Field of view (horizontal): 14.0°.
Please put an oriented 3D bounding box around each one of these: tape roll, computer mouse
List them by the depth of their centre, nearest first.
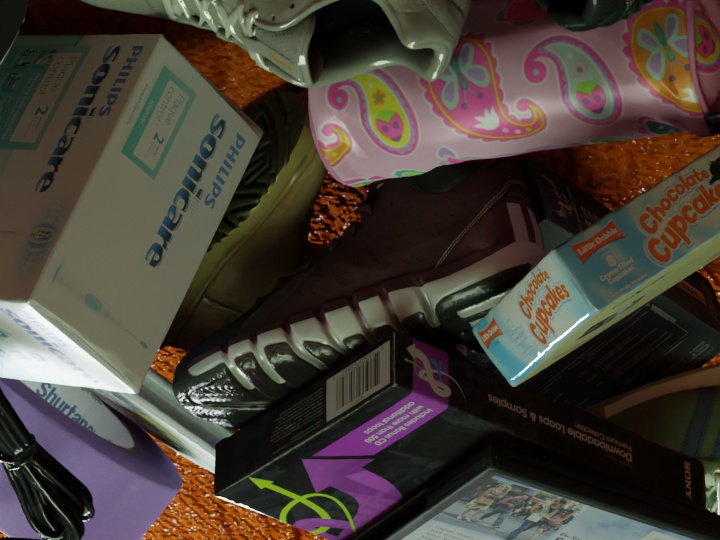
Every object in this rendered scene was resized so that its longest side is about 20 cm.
[{"bbox_3d":[-0.214,0.085,1.441,0.200,0.046,0.140,-5,130,41],"label":"computer mouse"},{"bbox_3d":[-0.192,0.078,1.572,0.200,0.200,0.066,37,95,-34],"label":"tape roll"}]

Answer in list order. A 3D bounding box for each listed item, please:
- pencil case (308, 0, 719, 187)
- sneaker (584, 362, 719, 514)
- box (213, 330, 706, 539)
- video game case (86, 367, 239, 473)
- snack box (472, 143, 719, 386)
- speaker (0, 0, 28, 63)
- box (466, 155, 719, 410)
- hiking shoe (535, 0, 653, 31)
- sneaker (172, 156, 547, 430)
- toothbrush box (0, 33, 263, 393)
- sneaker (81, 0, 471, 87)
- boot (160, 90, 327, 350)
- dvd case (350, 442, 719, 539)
[{"bbox_3d":[0.077,-0.088,1.340,0.200,0.088,0.087,-7,143,21],"label":"pencil case"},{"bbox_3d":[0.191,0.099,1.506,0.200,0.090,0.067,-16,151,-18],"label":"sneaker"},{"bbox_3d":[0.049,0.102,1.434,0.200,0.036,0.143,22,142,-32],"label":"box"},{"bbox_3d":[-0.123,0.059,1.528,0.182,0.022,0.200,37,173,-24],"label":"video game case"},{"bbox_3d":[0.152,-0.025,1.319,0.037,0.200,0.116,55,156,7],"label":"snack box"},{"bbox_3d":[-0.244,-0.145,1.280,0.200,0.081,0.081,35,147,9],"label":"speaker"},{"bbox_3d":[0.065,0.046,1.502,0.200,0.051,0.158,-40,134,23],"label":"box"},{"bbox_3d":[0.118,-0.135,1.242,0.200,0.101,0.076,9,147,2],"label":"hiking shoe"},{"bbox_3d":[0.000,0.000,1.420,0.200,0.116,0.076,-19,144,17],"label":"sneaker"},{"bbox_3d":[-0.165,-0.030,1.392,0.200,0.147,0.085,6,152,43],"label":"toothbrush box"},{"bbox_3d":[-0.045,-0.125,1.311,0.200,0.092,0.076,1,145,15],"label":"sneaker"},{"bbox_3d":[0.000,0.000,1.516,0.200,0.066,0.175,19,130,-30],"label":"boot"},{"bbox_3d":[0.067,0.148,1.455,0.143,0.018,0.200,19,144,-26],"label":"dvd case"}]
